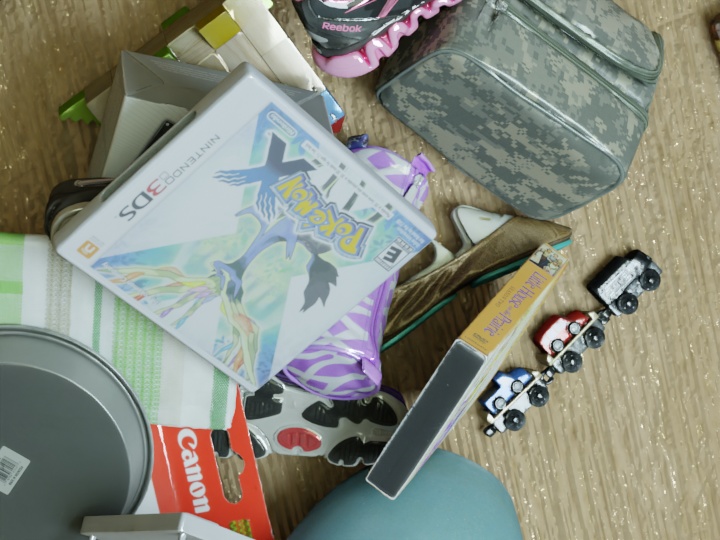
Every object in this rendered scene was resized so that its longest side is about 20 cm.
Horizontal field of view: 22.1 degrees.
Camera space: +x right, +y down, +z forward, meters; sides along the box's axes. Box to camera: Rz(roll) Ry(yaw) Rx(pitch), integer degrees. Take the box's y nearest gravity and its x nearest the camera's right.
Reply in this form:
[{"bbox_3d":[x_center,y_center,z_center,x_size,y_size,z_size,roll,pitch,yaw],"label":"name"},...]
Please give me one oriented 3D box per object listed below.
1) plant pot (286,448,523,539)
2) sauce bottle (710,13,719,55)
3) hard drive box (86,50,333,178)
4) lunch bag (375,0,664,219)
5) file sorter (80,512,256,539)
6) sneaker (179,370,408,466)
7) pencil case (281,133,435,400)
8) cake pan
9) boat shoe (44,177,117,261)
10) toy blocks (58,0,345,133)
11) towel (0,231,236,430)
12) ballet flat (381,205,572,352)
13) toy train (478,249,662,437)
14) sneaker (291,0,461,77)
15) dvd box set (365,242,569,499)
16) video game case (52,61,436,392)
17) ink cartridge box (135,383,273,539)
[{"bbox_3d":[0.048,0.217,1.431,0.200,0.200,0.135,35,62,-14],"label":"plant pot"},{"bbox_3d":[0.351,-0.125,1.519,0.066,0.066,0.200,-27,102,-9],"label":"sauce bottle"},{"bbox_3d":[-0.124,-0.044,1.355,0.156,0.077,0.200,10,121,-16],"label":"hard drive box"},{"bbox_3d":[0.130,-0.165,1.427,0.200,0.139,0.168,33,59,-15],"label":"lunch bag"},{"bbox_3d":[-0.095,0.260,1.303,0.200,0.139,0.125,27,67,-31],"label":"file sorter"},{"bbox_3d":[-0.059,0.106,1.442,0.200,0.083,0.081,12,104,2],"label":"sneaker"},{"bbox_3d":[0.000,0.000,1.398,0.084,0.085,0.200,47,48,-46],"label":"pencil case"},{"bbox_3d":[-0.251,0.137,1.339,0.200,0.037,0.200,0,112,-1],"label":"cake pan"},{"bbox_3d":[-0.120,-0.044,1.284,0.200,0.057,0.067,-2,126,-15],"label":"boat shoe"},{"bbox_3d":[-0.108,-0.124,1.401,0.200,0.100,0.137,-36,112,3],"label":"toy blocks"},{"bbox_3d":[-0.185,0.041,1.337,0.200,0.031,0.149,6,116,-5],"label":"towel"},{"bbox_3d":[0.071,-0.007,1.470,0.200,0.068,0.072,-30,87,-4],"label":"ballet flat"},{"bbox_3d":[0.167,0.058,1.508,0.200,0.034,0.046,-45,100,-6],"label":"toy train"},{"bbox_3d":[0.033,-0.230,1.329,0.200,0.079,0.095,-40,133,-2],"label":"sneaker"},{"bbox_3d":[0.083,0.071,1.380,0.029,0.200,0.146,36,121,7],"label":"dvd box set"},{"bbox_3d":[-0.076,-0.023,1.261,0.182,0.022,0.200,-41,127,14],"label":"video game case"},{"bbox_3d":[-0.179,0.168,1.400,0.200,0.050,0.162,-11,99,10],"label":"ink cartridge box"}]
